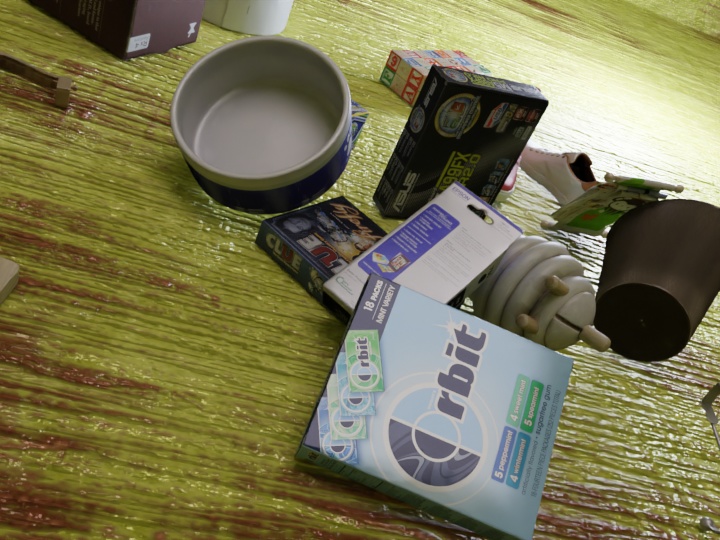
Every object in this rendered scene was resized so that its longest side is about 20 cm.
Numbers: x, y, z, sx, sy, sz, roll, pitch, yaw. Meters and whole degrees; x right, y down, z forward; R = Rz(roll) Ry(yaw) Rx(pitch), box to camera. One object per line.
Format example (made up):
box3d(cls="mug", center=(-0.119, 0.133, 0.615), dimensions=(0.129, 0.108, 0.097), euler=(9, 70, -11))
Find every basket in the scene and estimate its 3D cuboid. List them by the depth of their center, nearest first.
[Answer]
box3d(cls="basket", center=(0.373, 0.014, 0.963), dimensions=(0.180, 0.136, 0.200), euler=(-8, 24, 38))

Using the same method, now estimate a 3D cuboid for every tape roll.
box3d(cls="tape roll", center=(-0.216, -0.487, 1.326), dimensions=(0.202, 0.071, 0.203), euler=(17, 35, -12))

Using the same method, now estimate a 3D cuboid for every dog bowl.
box3d(cls="dog bowl", center=(-0.109, -0.167, 0.873), dimensions=(0.200, 0.079, 0.200), euler=(-1, 64, 2))

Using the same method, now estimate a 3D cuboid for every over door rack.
box3d(cls="over door rack", center=(0.408, 0.226, 0.746), dimensions=(0.148, 0.067, 0.200), euler=(15, 56, -14))

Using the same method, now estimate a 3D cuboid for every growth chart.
box3d(cls="growth chart", center=(0.348, -0.087, 1.060), dimensions=(0.145, 0.200, 0.018), euler=(4, 72, -16))

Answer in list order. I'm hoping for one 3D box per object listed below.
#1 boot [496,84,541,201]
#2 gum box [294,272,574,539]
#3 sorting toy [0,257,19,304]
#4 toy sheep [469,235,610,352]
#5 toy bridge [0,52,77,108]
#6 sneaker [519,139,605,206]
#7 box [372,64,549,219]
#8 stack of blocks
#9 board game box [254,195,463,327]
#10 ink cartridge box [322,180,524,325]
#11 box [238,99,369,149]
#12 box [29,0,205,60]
box3d(cls="boot", center=(0.225, -0.202, 1.151), dimensions=(0.072, 0.144, 0.200), euler=(24, 36, -4))
box3d(cls="gum box", center=(0.068, 0.117, 0.658), dimensions=(0.200, 0.045, 0.170), euler=(23, 62, -2))
box3d(cls="sorting toy", center=(-0.391, 0.006, 0.562), dimensions=(0.199, 0.070, 0.200), euler=(20, 35, -7))
box3d(cls="toy sheep", center=(0.187, 0.027, 0.835), dimensions=(0.138, 0.138, 0.200), euler=(-9, 42, -39))
box3d(cls="toy bridge", center=(-0.436, -0.235, 0.892), dimensions=(0.200, 0.027, 0.067), euler=(8, 36, -23))
box3d(cls="sneaker", center=(0.323, -0.171, 1.224), dimensions=(0.073, 0.085, 0.200), euler=(-6, 43, -35))
box3d(cls="box", center=(0.125, -0.151, 0.972), dimensions=(0.160, 0.200, 0.044), euler=(3, 40, -30))
box3d(cls="stack of blocks", center=(0.146, -0.338, 1.359), dimensions=(0.200, 0.059, 0.115), euler=(-17, 52, -44))
box3d(cls="board game box", center=(0.000, 0.000, 0.839), dimensions=(0.200, 0.035, 0.135), euler=(41, 38, 22))
box3d(cls="ink cartridge box", center=(0.065, -0.003, 0.771), dimensions=(0.200, 0.039, 0.099), euler=(-38, 65, -25))
box3d(cls="box", center=(-0.080, -0.188, 1.017), dimensions=(0.070, 0.064, 0.200), euler=(39, 37, 20))
box3d(cls="box", center=(-0.343, -0.431, 1.088), dimensions=(0.200, 0.164, 0.166), euler=(32, 35, 11))
